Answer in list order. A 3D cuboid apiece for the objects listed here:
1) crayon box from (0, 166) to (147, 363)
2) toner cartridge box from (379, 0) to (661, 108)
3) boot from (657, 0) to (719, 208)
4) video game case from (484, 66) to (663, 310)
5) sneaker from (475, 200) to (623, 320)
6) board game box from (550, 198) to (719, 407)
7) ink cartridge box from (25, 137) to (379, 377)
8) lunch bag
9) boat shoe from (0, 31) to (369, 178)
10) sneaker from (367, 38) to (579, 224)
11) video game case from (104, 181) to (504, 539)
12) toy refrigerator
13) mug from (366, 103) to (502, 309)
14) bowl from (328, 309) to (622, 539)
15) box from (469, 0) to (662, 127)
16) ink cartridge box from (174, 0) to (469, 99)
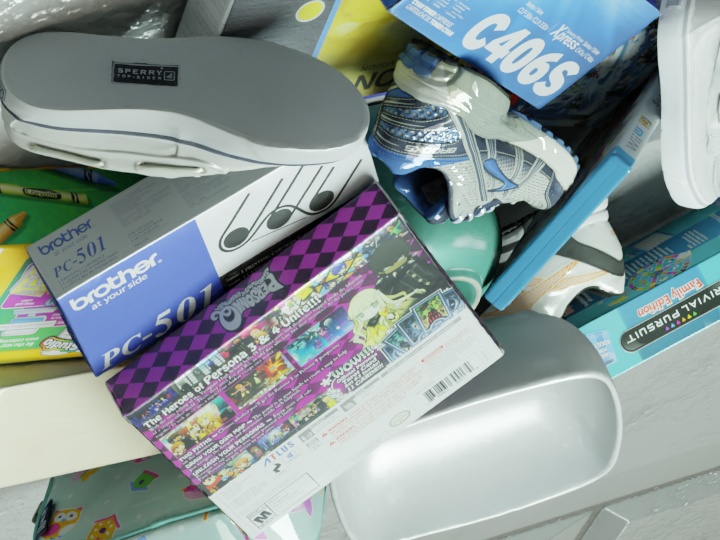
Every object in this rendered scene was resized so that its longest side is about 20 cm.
[{"bbox_3d":[-0.198,-0.002,1.631,0.199,0.058,0.119,-4,145,-43],"label":"crayon box"},{"bbox_3d":[0.085,-0.158,1.555,0.095,0.043,0.200,-39,153,15],"label":"toner cartridge box"},{"bbox_3d":[0.238,-0.101,1.716,0.095,0.074,0.200,11,149,18],"label":"boot"},{"bbox_3d":[0.153,-0.070,1.781,0.143,0.018,0.200,-49,-176,37],"label":"video game case"},{"bbox_3d":[0.090,0.018,1.899,0.199,0.080,0.074,-25,-177,-2],"label":"sneaker"},{"bbox_3d":[0.206,0.018,2.002,0.199,0.047,0.151,-28,-169,-1],"label":"board game box"},{"bbox_3d":[-0.085,-0.026,1.596,0.199,0.044,0.094,-30,149,-8],"label":"ink cartridge box"},{"bbox_3d":[-0.121,0.145,1.849,0.199,0.161,0.077,-18,123,18],"label":"lunch bag"},{"bbox_3d":[-0.097,-0.080,1.509,0.199,0.072,0.066,3,147,-6],"label":"boat shoe"},{"bbox_3d":[0.058,-0.066,1.638,0.085,0.077,0.200,-58,147,0],"label":"sneaker"},{"bbox_3d":[-0.029,0.058,1.669,0.200,0.036,0.181,-37,143,3],"label":"video game case"},{"bbox_3d":[-0.181,0.075,1.738,0.199,0.070,0.076,-10,126,-49],"label":"toy refrigerator"},{"bbox_3d":[0.010,-0.006,1.770,0.151,0.115,0.185,-18,152,-22],"label":"mug"},{"bbox_3d":[0.070,0.098,1.852,0.199,0.075,0.200,-15,154,-1],"label":"bowl"},{"bbox_3d":[0.154,-0.166,1.710,0.137,0.040,0.200,-2,143,-46],"label":"box"},{"bbox_3d":[-0.015,-0.134,1.593,0.197,0.047,0.200,-15,149,-29],"label":"ink cartridge box"}]
